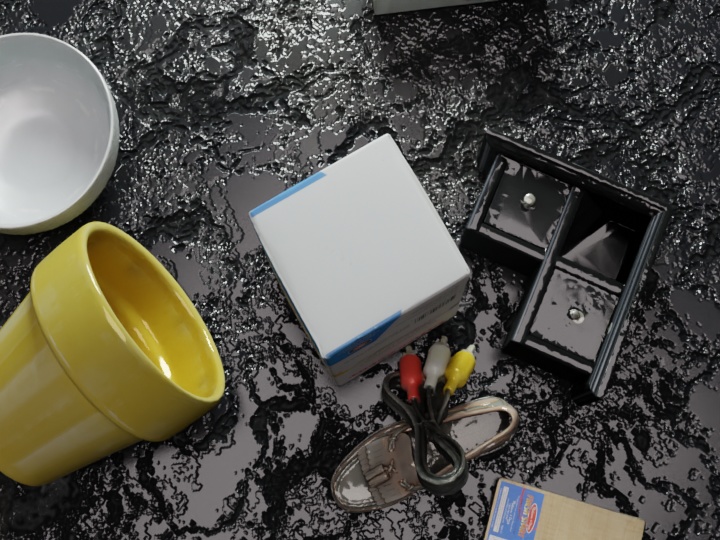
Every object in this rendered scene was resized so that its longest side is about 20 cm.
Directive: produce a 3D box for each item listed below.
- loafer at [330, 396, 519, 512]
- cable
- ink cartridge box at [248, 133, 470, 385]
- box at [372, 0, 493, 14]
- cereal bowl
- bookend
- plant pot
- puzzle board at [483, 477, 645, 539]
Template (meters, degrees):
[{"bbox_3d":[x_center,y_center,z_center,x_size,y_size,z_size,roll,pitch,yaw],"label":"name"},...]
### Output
[{"bbox_3d":[0.061,0.173,0.936,0.197,0.063,0.073,-24,80,-5],"label":"loafer"},{"bbox_3d":[0.058,0.128,0.901,0.095,0.201,0.051,-4,115,10],"label":"cable"},{"bbox_3d":[0.000,0.000,0.902,0.146,0.200,0.146,-30,78,-6],"label":"ink cartridge box"},{"bbox_3d":[0.103,-0.361,1.029,0.196,0.098,0.127,-7,78,-1],"label":"box"},{"bbox_3d":[-0.337,-0.131,0.987,0.196,0.083,0.204,0,79,0],"label":"cereal bowl"},{"bbox_3d":[0.174,-0.003,0.957,0.197,0.092,0.202,24,79,6],"label":"bookend"},{"bbox_3d":[-0.257,0.092,0.897,0.188,0.201,0.202,-36,80,9],"label":"plant pot"},{"bbox_3d":[0.180,0.319,0.931,0.148,0.017,0.204,15,78,4],"label":"puzzle board"}]
